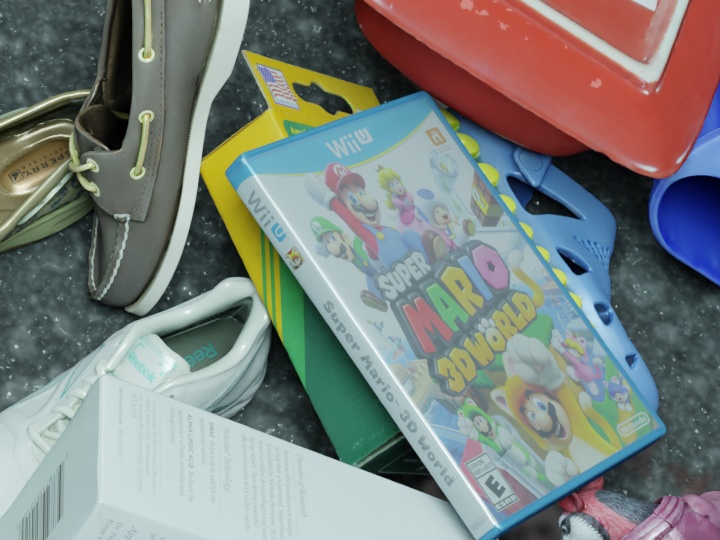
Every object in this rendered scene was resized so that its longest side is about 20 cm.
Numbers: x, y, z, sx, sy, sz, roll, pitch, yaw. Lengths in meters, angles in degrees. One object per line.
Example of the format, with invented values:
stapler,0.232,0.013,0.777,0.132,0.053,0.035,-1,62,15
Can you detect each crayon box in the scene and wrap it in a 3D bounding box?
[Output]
crayon box,0.000,0.000,1.224,0.125,0.051,0.201,10,49,-59

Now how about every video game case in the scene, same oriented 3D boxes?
video game case,0.041,0.016,1.167,0.143,0.018,0.201,-23,74,-49

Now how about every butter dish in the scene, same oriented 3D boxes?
butter dish,0.075,-0.141,1.257,0.199,0.148,0.201,30,58,-11

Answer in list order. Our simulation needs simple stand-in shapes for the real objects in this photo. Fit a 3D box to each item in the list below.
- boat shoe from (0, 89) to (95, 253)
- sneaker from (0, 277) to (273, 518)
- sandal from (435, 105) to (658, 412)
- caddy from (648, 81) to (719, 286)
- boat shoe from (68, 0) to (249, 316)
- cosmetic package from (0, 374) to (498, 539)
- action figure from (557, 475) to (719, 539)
boat shoe,-0.201,-0.027,1.214,0.200,0.063,0.073,-36,76,-28
sneaker,-0.118,0.064,1.180,0.070,0.080,0.200,46,62,9
sandal,0.096,-0.010,1.281,0.087,0.080,0.201,-20,71,-28
caddy,0.228,-0.041,1.275,0.199,0.141,0.106,29,46,-40
boat shoe,-0.103,-0.068,1.191,0.059,0.201,0.072,3,36,-24
cosmetic package,-0.047,0.137,1.106,0.199,0.113,0.081,23,35,-23
action figure,0.160,0.164,1.171,0.200,0.149,0.134,45,66,-5
